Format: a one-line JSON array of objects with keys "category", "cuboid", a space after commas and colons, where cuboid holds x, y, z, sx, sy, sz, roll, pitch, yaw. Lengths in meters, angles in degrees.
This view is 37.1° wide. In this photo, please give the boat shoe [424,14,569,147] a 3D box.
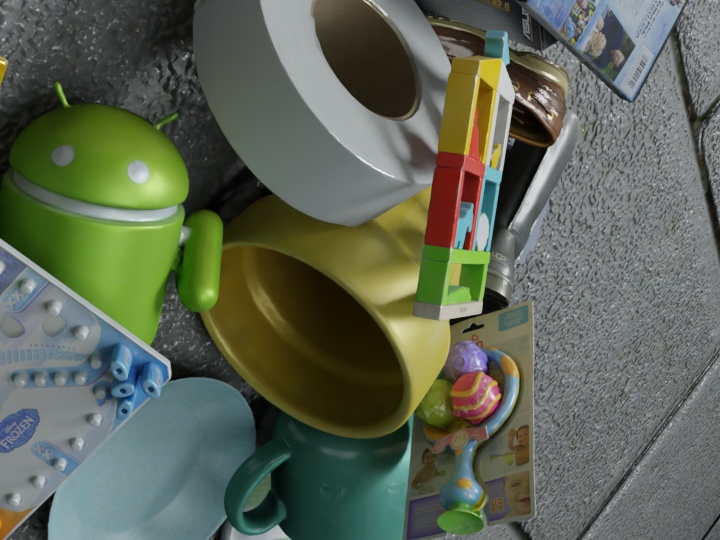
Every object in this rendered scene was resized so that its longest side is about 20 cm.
[{"category": "boat shoe", "cuboid": [0.094, -0.157, 0.901, 0.200, 0.072, 0.068, 14, 66, -28]}]

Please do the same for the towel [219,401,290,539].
[{"category": "towel", "cuboid": [-0.054, 0.189, 1.043, 0.149, 0.031, 0.200, 5, 110, -50]}]

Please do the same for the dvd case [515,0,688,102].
[{"category": "dvd case", "cuboid": [0.196, -0.225, 0.804, 0.200, 0.018, 0.143, 22, 97, -52]}]

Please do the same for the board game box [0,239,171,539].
[{"category": "board game box", "cuboid": [-0.249, 0.070, 0.626, 0.200, 0.026, 0.200, 40, 109, -22]}]

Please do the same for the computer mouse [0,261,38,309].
[{"category": "computer mouse", "cuboid": [-0.287, 0.046, 0.647, 0.140, 0.046, 0.200, 29, 124, -14]}]

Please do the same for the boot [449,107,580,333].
[{"category": "boot", "cuboid": [0.128, -0.039, 1.006, 0.182, 0.072, 0.200, -45, -157, 62]}]

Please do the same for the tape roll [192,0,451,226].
[{"category": "tape roll", "cuboid": [-0.018, -0.136, 0.745, 0.071, 0.203, 0.202, -29, 160, 37]}]

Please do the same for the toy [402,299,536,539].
[{"category": "toy", "cuboid": [0.079, 0.109, 0.853, 0.047, 0.115, 0.200, 43, 38, -39]}]

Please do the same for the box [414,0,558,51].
[{"category": "box", "cuboid": [0.150, -0.261, 0.873, 0.200, 0.158, 0.048, -35, 137, -27]}]

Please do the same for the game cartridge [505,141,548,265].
[{"category": "game cartridge", "cuboid": [0.117, -0.063, 1.064, 0.200, 0.041, 0.133, -7, 122, -46]}]

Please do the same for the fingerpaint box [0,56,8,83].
[{"category": "fingerpaint box", "cuboid": [-0.269, -0.060, 0.510, 0.073, 0.200, 0.167, 11, 106, -49]}]

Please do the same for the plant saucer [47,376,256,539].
[{"category": "plant saucer", "cuboid": [-0.176, 0.170, 0.890, 0.201, 0.039, 0.201, -26, 130, -35]}]

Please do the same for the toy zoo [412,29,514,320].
[{"category": "toy zoo", "cuboid": [0.077, -0.067, 0.748, 0.131, 0.020, 0.201, -2, 100, -72]}]

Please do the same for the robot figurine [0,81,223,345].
[{"category": "robot figurine", "cuboid": [-0.180, -0.018, 0.702, 0.175, 0.116, 0.200, 11, 109, -18]}]

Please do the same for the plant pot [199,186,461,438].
[{"category": "plant pot", "cuboid": [0.000, 0.000, 0.866, 0.189, 0.200, 0.201, -49, 143, -38]}]

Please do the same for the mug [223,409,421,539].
[{"category": "mug", "cuboid": [-0.011, 0.166, 0.935, 0.185, 0.152, 0.115, -38, 137, -52]}]
